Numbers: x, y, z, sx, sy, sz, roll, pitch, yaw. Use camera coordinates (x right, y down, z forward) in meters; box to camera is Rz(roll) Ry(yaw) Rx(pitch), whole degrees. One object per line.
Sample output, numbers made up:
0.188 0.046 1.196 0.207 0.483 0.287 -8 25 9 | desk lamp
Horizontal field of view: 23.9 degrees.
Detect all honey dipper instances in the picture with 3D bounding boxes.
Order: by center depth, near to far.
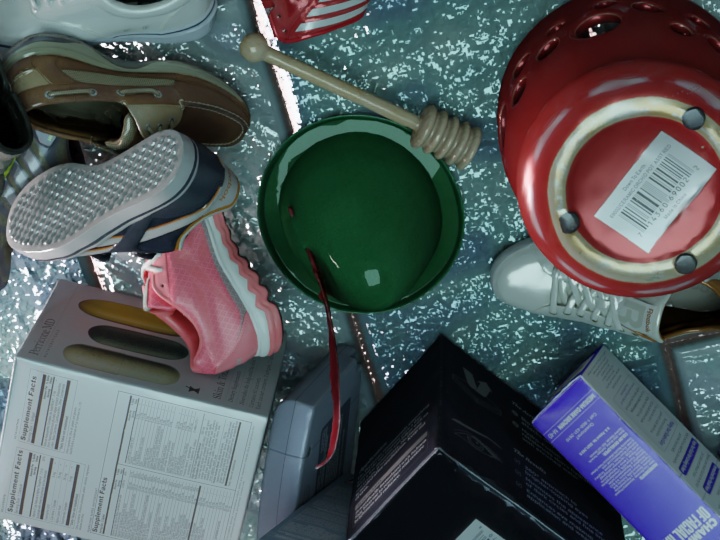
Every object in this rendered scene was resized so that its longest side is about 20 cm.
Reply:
-0.001 -0.135 1.307 0.200 0.038 0.038 25 114 -15 | honey dipper

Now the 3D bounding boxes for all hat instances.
0.000 0.000 1.303 0.166 0.176 0.200 -24 110 14 | hat

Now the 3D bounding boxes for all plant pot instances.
0.199 -0.092 1.249 0.200 0.183 0.201 2 113 5 | plant pot

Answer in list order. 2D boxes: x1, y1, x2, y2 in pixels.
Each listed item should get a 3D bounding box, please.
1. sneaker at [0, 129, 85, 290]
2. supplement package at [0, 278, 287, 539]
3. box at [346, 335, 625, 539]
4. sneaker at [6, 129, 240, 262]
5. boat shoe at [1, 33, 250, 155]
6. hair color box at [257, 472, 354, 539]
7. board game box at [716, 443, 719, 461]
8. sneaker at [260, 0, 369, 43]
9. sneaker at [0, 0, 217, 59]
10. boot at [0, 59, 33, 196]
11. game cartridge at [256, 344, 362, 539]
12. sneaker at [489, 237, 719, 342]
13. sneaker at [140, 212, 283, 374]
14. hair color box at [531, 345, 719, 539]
-0.263 -0.066 1.354 0.081 0.074 0.200 18 116 -7 | sneaker
-0.178 0.123 1.386 0.200 0.152 0.151 13 114 -2 | supplement package
0.103 0.186 1.367 0.197 0.200 0.117 37 111 -12 | box
-0.179 -0.044 1.280 0.200 0.079 0.079 -14 152 37 | sneaker
-0.176 -0.118 1.290 0.200 0.072 0.076 9 142 -27 | boat shoe
-0.026 0.239 1.354 0.061 0.200 0.099 14 102 17 | hair color box
0.399 0.203 1.430 0.200 0.062 0.200 5 114 2 | board game box
-0.082 -0.230 1.263 0.200 0.078 0.116 14 113 -1 | sneaker
-0.209 -0.207 1.276 0.200 0.073 0.071 -7 152 -2 | sneaker
-0.304 -0.141 1.265 0.200 0.068 0.131 58 139 17 | boot
-0.044 0.175 1.410 0.042 0.133 0.200 16 116 21 | game cartridge
0.202 0.015 1.348 0.200 0.085 0.073 2 116 5 | sneaker
-0.141 -0.009 1.328 0.087 0.074 0.200 -30 84 -23 | sneaker
0.236 0.161 1.367 0.200 0.109 0.065 44 110 6 | hair color box
